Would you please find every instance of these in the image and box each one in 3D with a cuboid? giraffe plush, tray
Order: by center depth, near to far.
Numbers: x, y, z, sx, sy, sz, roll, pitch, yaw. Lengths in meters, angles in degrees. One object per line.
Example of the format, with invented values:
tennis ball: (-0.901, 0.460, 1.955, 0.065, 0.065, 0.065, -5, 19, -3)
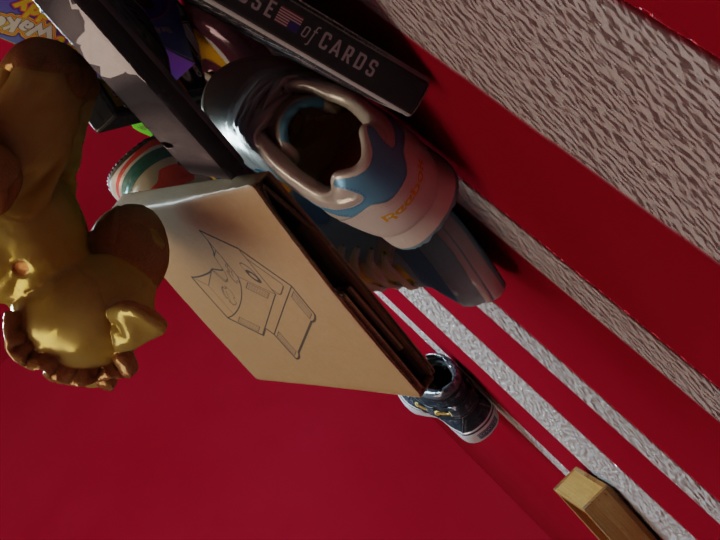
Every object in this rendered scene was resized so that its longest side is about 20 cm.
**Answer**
giraffe plush: (-0.180, -0.012, 0.809, 0.162, 0.201, 0.173, 38, 177, -9)
tray: (0.273, 0.277, 1.313, 0.200, 0.037, 0.099, 47, 175, -7)

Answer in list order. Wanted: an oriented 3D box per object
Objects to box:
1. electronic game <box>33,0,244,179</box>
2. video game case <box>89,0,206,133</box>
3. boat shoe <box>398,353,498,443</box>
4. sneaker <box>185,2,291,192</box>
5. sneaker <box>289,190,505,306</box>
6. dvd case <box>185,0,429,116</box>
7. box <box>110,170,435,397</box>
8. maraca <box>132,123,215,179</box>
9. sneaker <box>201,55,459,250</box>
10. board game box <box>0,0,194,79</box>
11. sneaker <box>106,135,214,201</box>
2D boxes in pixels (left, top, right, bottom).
electronic game: (-0.132, -0.127, 0.744, 0.200, 0.042, 0.200, 48, 179, 1)
video game case: (-0.189, -0.195, 0.976, 0.201, 0.025, 0.181, 55, -156, 2)
boat shoe: (0.085, 0.129, 1.630, 0.091, 0.071, 0.200, 51, 167, -27)
sneaker: (-0.079, -0.108, 0.961, 0.075, 0.090, 0.200, 43, 174, 41)
sneaker: (0.000, 0.000, 0.899, 0.080, 0.130, 0.200, 51, 173, -37)
dvd case: (-0.065, -0.138, 0.702, 0.149, 0.025, 0.200, 26, -174, -27)
box: (-0.061, 0.011, 0.854, 0.164, 0.021, 0.199, 50, 155, -22)
maraca: (-0.123, -0.098, 1.193, 0.198, 0.108, 0.137, 25, 173, -12)
sneaker: (-0.032, -0.083, 0.782, 0.199, 0.077, 0.081, 30, 179, 43)
board game box: (-0.204, -0.201, 0.873, 0.199, 0.045, 0.136, 19, -137, -48)
sneaker: (-0.105, -0.017, 0.998, 0.093, 0.070, 0.200, 47, 179, 29)
